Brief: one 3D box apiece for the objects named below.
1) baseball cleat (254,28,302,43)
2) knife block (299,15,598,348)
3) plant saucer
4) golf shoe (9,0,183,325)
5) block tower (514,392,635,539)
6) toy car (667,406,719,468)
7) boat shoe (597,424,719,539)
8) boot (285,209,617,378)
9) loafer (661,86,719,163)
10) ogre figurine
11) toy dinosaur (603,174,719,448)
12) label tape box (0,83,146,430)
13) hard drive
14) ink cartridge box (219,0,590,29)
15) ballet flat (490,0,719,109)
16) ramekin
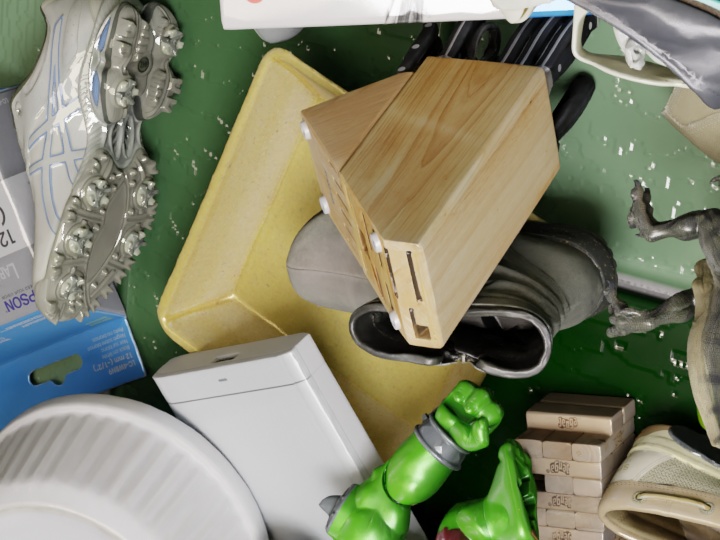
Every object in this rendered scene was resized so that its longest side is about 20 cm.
[{"bbox_3d":[-0.028,-0.223,1.168,0.106,0.070,0.202,2,110,23],"label":"baseball cleat"},{"bbox_3d":[0.067,-0.063,1.087,0.174,0.200,0.064,-21,125,-8],"label":"knife block"},{"bbox_3d":[0.000,0.000,1.232,0.199,0.048,0.201,34,119,16],"label":"plant saucer"},{"bbox_3d":[-0.172,-0.071,1.290,0.097,0.078,0.202,19,97,31],"label":"golf shoe"},{"bbox_3d":[0.125,0.174,1.211,0.057,0.054,0.202,3,106,29],"label":"block tower"},{"bbox_3d":[0.226,0.058,1.031,0.163,0.200,0.159,13,112,25],"label":"toy car"},{"bbox_3d":[0.221,0.151,1.128,0.199,0.065,0.072,25,146,22],"label":"boat shoe"},{"bbox_3d":[0.026,0.008,1.114,0.199,0.130,0.068,4,107,28],"label":"boot"},{"bbox_3d":[0.190,-0.145,1.063,0.068,0.076,0.202,15,113,18],"label":"loafer"},{"bbox_3d":[0.051,0.171,1.162,0.119,0.098,0.201,-19,106,17],"label":"ogre figurine"},{"bbox_3d":[0.164,0.000,1.021,0.088,0.201,0.048,7,137,28],"label":"toy dinosaur"},{"bbox_3d":[-0.239,0.001,1.359,0.143,0.066,0.201,-20,93,33],"label":"label tape box"},{"bbox_3d":[-0.029,0.133,1.259,0.131,0.027,0.201,-12,113,47],"label":"hard drive"},{"bbox_3d":[0.023,-0.203,1.098,0.198,0.084,0.147,-2,106,7],"label":"ink cartridge box"},{"bbox_3d":[0.104,-0.138,1.025,0.199,0.073,0.073,30,118,6],"label":"ballet flat"},{"bbox_3d":[-0.159,0.183,1.275,0.201,0.094,0.204,8,116,17],"label":"ramekin"}]
